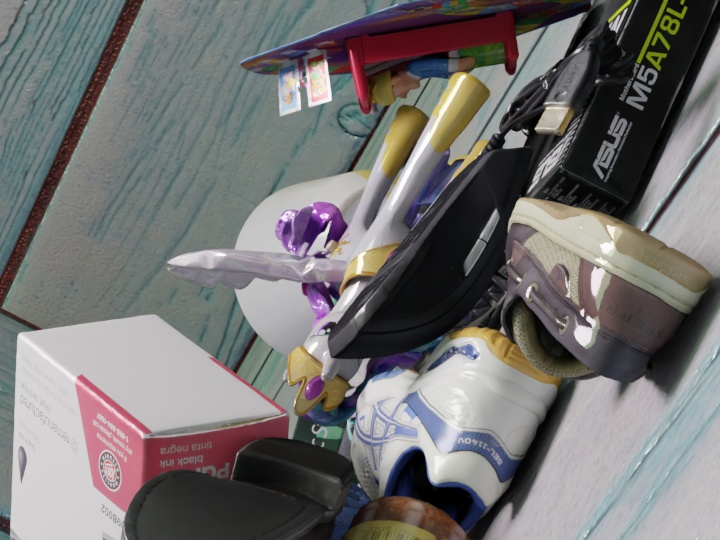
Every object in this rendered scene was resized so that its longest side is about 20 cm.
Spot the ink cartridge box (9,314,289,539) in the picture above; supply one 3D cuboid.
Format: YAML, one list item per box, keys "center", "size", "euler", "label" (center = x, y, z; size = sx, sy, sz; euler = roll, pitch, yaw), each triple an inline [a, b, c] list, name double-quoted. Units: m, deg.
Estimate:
- center: [-0.109, 0.141, 1.254]
  size: [0.147, 0.083, 0.200]
  euler: [31, 122, 51]
  label: "ink cartridge box"

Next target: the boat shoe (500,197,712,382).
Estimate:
- center: [0.090, 0.013, 1.058]
  size: [0.065, 0.072, 0.200]
  euler: [-58, 10, -4]
  label: "boat shoe"

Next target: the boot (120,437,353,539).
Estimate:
- center: [-0.060, 0.174, 1.123]
  size: [0.200, 0.069, 0.174]
  euler: [-16, -59, -68]
  label: "boot"

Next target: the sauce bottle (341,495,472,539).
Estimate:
- center: [-0.005, 0.191, 1.109]
  size: [0.066, 0.066, 0.200]
  euler: [-58, 4, 48]
  label: "sauce bottle"

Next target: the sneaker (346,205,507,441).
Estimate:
- center: [0.041, 0.026, 1.523]
  size: [0.200, 0.078, 0.086]
  euler: [-63, 1, -11]
  label: "sneaker"

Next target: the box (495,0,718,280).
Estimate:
- center: [0.135, -0.100, 1.362]
  size: [0.193, 0.048, 0.200]
  euler: [-63, 3, -16]
  label: "box"

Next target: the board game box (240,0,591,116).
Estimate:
- center: [0.036, -0.115, 1.419]
  size: [0.200, 0.158, 0.039]
  euler: [-14, 83, 46]
  label: "board game box"

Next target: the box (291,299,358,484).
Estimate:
- center: [0.002, 0.059, 1.618]
  size: [0.144, 0.036, 0.200]
  euler: [-43, -29, -64]
  label: "box"

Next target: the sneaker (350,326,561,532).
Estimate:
- center: [0.029, 0.096, 1.236]
  size: [0.088, 0.075, 0.200]
  euler: [-65, 4, -25]
  label: "sneaker"

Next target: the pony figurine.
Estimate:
- center: [0.000, 0.000, 1.377]
  size: [0.200, 0.167, 0.193]
  euler: [-57, 10, -14]
  label: "pony figurine"

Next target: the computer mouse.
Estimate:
- center: [0.068, -0.031, 1.211]
  size: [0.200, 0.046, 0.140]
  euler: [-52, 5, -27]
  label: "computer mouse"

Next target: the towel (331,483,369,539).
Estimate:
- center: [-0.071, 0.210, 1.542]
  size: [0.200, 0.112, 0.049]
  euler: [-60, 34, 15]
  label: "towel"

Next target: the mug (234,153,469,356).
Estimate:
- center: [-0.002, -0.028, 1.973]
  size: [0.153, 0.149, 0.187]
  euler: [-30, 39, 68]
  label: "mug"
